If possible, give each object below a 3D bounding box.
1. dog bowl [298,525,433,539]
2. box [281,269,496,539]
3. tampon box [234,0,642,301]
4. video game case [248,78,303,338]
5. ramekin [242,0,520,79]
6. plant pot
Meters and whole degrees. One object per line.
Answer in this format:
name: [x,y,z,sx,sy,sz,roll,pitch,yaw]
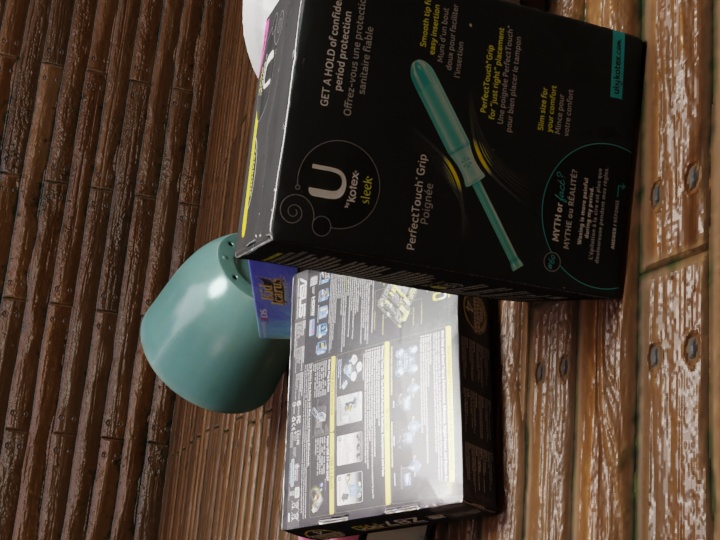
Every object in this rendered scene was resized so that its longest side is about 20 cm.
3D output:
dog bowl: [0.000,0.165,0.821,0.200,0.072,0.204,-171,90,-75]
box: [0.017,0.080,0.708,0.159,0.049,0.204,-20,58,36]
tampon box: [0.039,-0.069,0.569,0.126,0.196,0.153,169,110,-73]
video game case: [-0.077,-0.062,0.954,0.201,0.044,0.184,92,-179,-58]
ramekin: [0.023,-0.185,0.701,0.097,0.198,0.204,37,121,39]
plant pot: [-0.159,0.052,1.260,0.162,0.198,0.203,-53,29,32]
